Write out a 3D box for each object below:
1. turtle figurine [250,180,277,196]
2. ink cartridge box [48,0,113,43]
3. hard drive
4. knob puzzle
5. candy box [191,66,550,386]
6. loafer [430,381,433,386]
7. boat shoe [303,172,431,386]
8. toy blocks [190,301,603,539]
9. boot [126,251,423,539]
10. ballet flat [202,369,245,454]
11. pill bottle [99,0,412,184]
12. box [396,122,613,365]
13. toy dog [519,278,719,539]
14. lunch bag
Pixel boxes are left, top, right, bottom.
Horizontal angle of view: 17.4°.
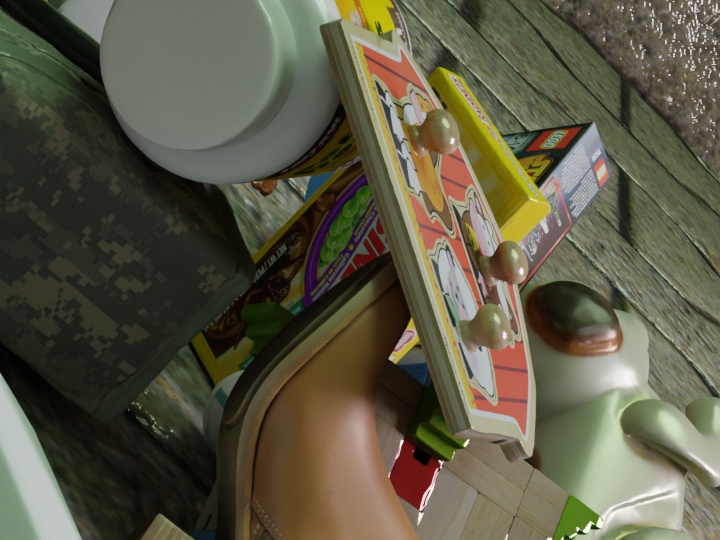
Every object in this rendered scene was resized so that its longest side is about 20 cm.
[{"bbox_3d":[-0.140,-0.077,1.242,0.161,0.064,0.200,40,-9,-27],"label":"turtle figurine"},{"bbox_3d":[-0.105,-0.173,1.362,0.147,0.145,0.200,40,-2,-26],"label":"ink cartridge box"},{"bbox_3d":[-0.117,0.105,0.861,0.200,0.026,0.132,59,-7,38],"label":"hard drive"},{"bbox_3d":[0.049,-0.015,1.030,0.220,0.030,0.220,-20,90,-77],"label":"knob puzzle"},{"bbox_3d":[0.000,0.000,1.198,0.026,0.200,0.102,23,28,-51],"label":"candy box"},{"bbox_3d":[0.072,0.079,1.459,0.071,0.073,0.200,44,18,-47],"label":"loafer"},{"bbox_3d":[-0.002,0.012,1.416,0.069,0.084,0.200,93,-4,-45],"label":"boat shoe"},{"bbox_3d":[0.005,0.124,1.057,0.200,0.137,0.100,37,-25,-30],"label":"toy blocks"},{"bbox_3d":[0.003,0.108,0.963,0.155,0.200,0.077,37,-15,-8],"label":"boot"},{"bbox_3d":[0.007,0.122,1.152,0.200,0.069,0.069,38,17,-11],"label":"ballet flat"},{"bbox_3d":[-0.047,-0.094,1.055,0.109,0.109,0.200,48,13,6],"label":"pill bottle"},{"bbox_3d":[0.039,-0.014,1.311,0.200,0.137,0.040,-48,123,-47],"label":"box"},{"bbox_3d":[0.111,0.105,1.280,0.193,0.140,0.201,0,76,-20],"label":"toy dog"},{"bbox_3d":[-0.149,-0.049,1.095,0.164,0.118,0.200,41,10,-24],"label":"lunch bag"}]
